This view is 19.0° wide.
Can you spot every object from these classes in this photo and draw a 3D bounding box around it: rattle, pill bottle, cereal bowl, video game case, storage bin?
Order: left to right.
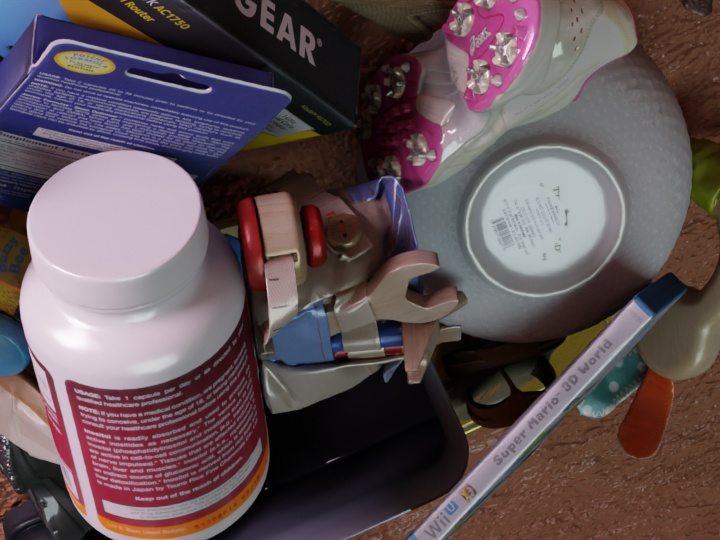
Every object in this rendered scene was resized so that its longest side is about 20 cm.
[{"bbox_3d":[-0.109,0.040,1.088,0.112,0.113,0.201,-15,139,-9],"label":"pill bottle"},{"bbox_3d":[-0.040,0.088,1.334,0.199,0.146,0.134,-25,-175,8],"label":"storage bin"},{"bbox_3d":[0.098,-0.044,1.226,0.198,0.083,0.202,-3,116,-7],"label":"cereal bowl"},{"bbox_3d":[0.111,0.084,1.273,0.200,0.018,0.143,-48,172,15],"label":"video game case"},{"bbox_3d":[0.219,0.009,1.392,0.129,0.202,0.143,6,-167,26],"label":"rattle"}]

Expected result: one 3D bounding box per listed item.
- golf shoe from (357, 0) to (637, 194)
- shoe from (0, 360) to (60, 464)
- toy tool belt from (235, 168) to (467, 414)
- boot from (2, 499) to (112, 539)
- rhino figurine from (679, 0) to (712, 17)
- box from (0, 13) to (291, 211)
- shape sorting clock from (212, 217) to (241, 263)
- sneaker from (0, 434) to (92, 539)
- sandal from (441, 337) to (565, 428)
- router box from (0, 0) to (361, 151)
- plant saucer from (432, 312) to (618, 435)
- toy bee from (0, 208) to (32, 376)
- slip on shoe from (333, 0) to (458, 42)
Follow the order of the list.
[{"bbox_3d":[0.067,-0.091,1.113,0.091,0.076,0.200,-4,164,-29],"label":"golf shoe"},{"bbox_3d":[-0.185,0.067,1.255,0.199,0.070,0.053,34,137,-2],"label":"shoe"},{"bbox_3d":[0.000,0.000,1.127,0.122,0.126,0.200,-10,162,-4],"label":"toy tool belt"},{"bbox_3d":[-0.139,0.221,1.485,0.198,0.169,0.077,-16,148,-10],"label":"boot"},{"bbox_3d":[0.199,-0.186,1.178,0.199,0.060,0.088,11,117,-40],"label":"rhino figurine"},{"bbox_3d":[-0.123,-0.072,1.050,0.120,0.033,0.200,12,158,-24],"label":"box"},{"bbox_3d":[-0.102,0.022,1.330,0.198,0.039,0.200,-18,157,-8],"label":"shape sorting clock"},{"bbox_3d":[-0.190,0.107,1.391,0.090,0.076,0.200,-29,156,-4],"label":"sneaker"},{"bbox_3d":[0.091,0.075,1.373,0.080,0.054,0.200,-18,167,-9],"label":"sandal"},{"bbox_3d":[-0.113,-0.117,1.056,0.148,0.052,0.200,-10,155,32],"label":"router box"},{"bbox_3d":[0.101,0.043,1.475,0.199,0.049,0.200,-26,148,7],"label":"plant saucer"},{"bbox_3d":[-0.175,0.005,1.178,0.199,0.132,0.109,12,148,-28],"label":"toy bee"},{"bbox_3d":[0.026,-0.147,1.121,0.199,0.076,0.061,-8,125,-33],"label":"slip on shoe"}]
